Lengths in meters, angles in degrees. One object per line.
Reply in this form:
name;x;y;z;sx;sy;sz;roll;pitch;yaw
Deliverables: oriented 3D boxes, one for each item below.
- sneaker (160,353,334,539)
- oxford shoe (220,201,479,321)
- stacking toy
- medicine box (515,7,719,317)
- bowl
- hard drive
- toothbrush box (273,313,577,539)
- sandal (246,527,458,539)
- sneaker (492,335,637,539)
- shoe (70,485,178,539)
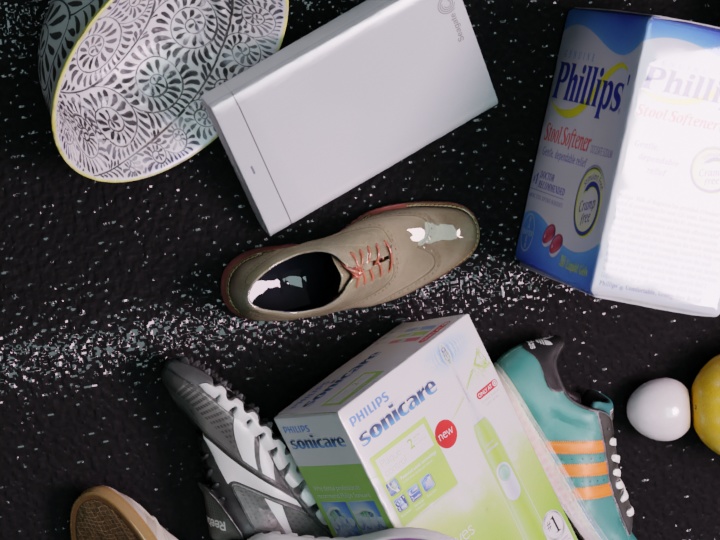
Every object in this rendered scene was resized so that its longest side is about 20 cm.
sneaker;-0.089;0.153;1.739;0.090;0.066;0.200;-44;107;-7
oxford shoe;0.000;0.000;1.735;0.200;0.075;0.071;-19;101;-10
stacking toy;0.305;0.103;1.815;0.199;0.146;0.147;-3;99;7
medicine box;0.204;-0.082;1.716;0.103;0.182;0.201;10;95;-15
bowl;-0.157;-0.168;1.649;0.201;0.094;0.201;-32;147;-24
hard drive;-0.005;-0.124;1.714;0.200;0.027;0.132;-31;133;-8
toothbrush box;0.050;0.155;1.736;0.146;0.086;0.200;-34;104;-35
sandal;-0.004;0.228;1.672;0.202;0.050;0.083;-4;116;30
sneaker;0.171;0.141;1.797;0.080;0.071;0.200;-34;102;-2
shoe;-0.148;0.242;1.751;0.070;0.053;0.200;-26;100;25
